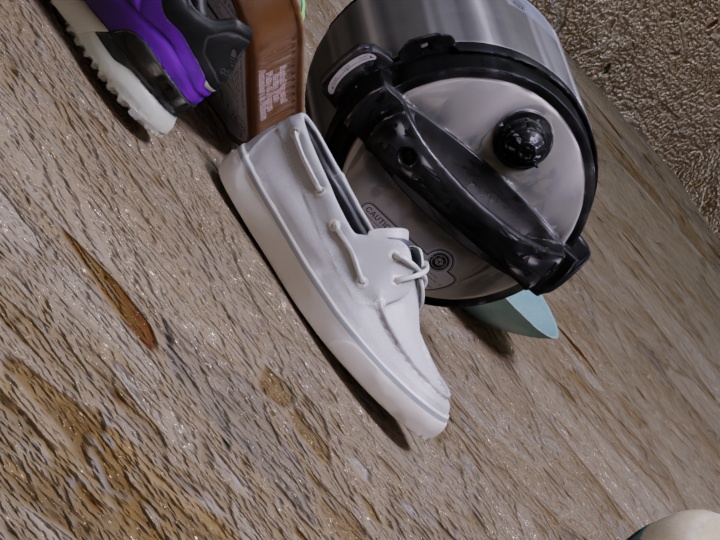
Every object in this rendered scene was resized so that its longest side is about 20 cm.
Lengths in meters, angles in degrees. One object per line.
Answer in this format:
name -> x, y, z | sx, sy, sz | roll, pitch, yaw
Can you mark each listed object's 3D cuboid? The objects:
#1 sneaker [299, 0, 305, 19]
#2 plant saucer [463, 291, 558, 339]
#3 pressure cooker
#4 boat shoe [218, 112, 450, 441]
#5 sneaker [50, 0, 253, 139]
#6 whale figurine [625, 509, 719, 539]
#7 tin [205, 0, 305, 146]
sneaker -> -0.105, -0.236, 1.972 | 0.200, 0.077, 0.084 | 51, 6, 0
plant saucer -> 0.065, -0.021, 2.089 | 0.201, 0.039, 0.201 | 49, 10, -12
pressure cooker -> 0.054, -0.078, 1.820 | 0.200, 0.176, 0.179 | -103, -166, -61
boat shoe -> 0.000, 0.000, 1.636 | 0.200, 0.068, 0.072 | 57, 11, 24
sneaker -> -0.128, -0.176, 1.583 | 0.200, 0.099, 0.070 | 54, 8, 8
whale figurine -> 0.170, 0.221, 1.622 | 0.159, 0.104, 0.200 | 51, 34, -12
tin -> -0.074, -0.143, 1.687 | 0.112, 0.042, 0.200 | 51, -17, 21
